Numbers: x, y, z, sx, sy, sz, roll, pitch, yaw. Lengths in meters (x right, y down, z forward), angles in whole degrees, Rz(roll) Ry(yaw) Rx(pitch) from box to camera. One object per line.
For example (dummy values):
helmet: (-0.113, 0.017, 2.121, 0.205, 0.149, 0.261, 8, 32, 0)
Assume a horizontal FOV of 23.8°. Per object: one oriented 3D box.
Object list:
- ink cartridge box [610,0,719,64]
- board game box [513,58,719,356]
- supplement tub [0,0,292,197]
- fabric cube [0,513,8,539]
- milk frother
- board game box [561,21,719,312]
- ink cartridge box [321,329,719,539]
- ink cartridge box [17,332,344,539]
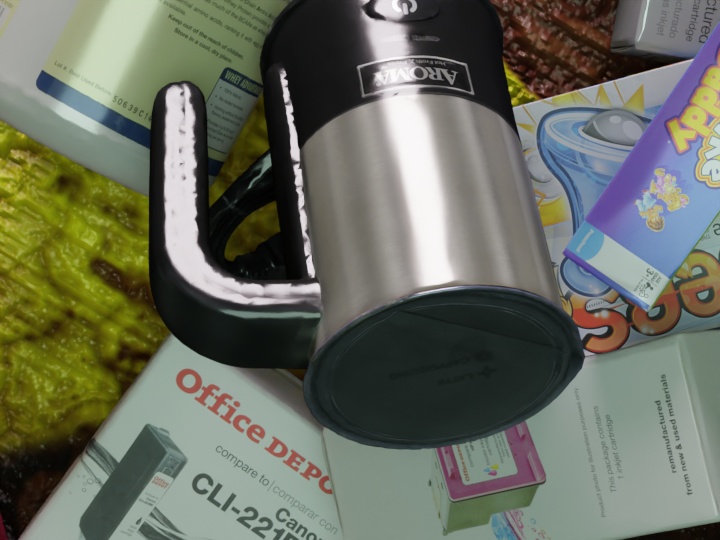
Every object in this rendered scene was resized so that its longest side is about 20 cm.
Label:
ink cartridge box: (0.245, -0.167, 0.884, 0.199, 0.083, 0.146, 10, 96, -2)
board game box: (0.161, -0.034, 0.845, 0.199, 0.034, 0.136, -15, 94, 16)
supplement tub: (-0.097, -0.149, 0.848, 0.145, 0.145, 0.200, 29, 95, -4)
fabric cube: (-0.309, 0.096, 0.844, 0.199, 0.200, 0.197, -13, 95, 0)
milk frother: (0.000, 0.000, 0.790, 0.180, 0.200, 0.188, -12, 53, 5)
board game box: (0.170, -0.083, 0.747, 0.045, 0.134, 0.200, 35, 104, 8)
ink cartridge box: (0.103, 0.089, 0.824, 0.200, 0.144, 0.085, -16, 81, 35)
ink cartridge box: (-0.093, 0.142, 0.911, 0.144, 0.084, 0.200, 36, 94, -5)
